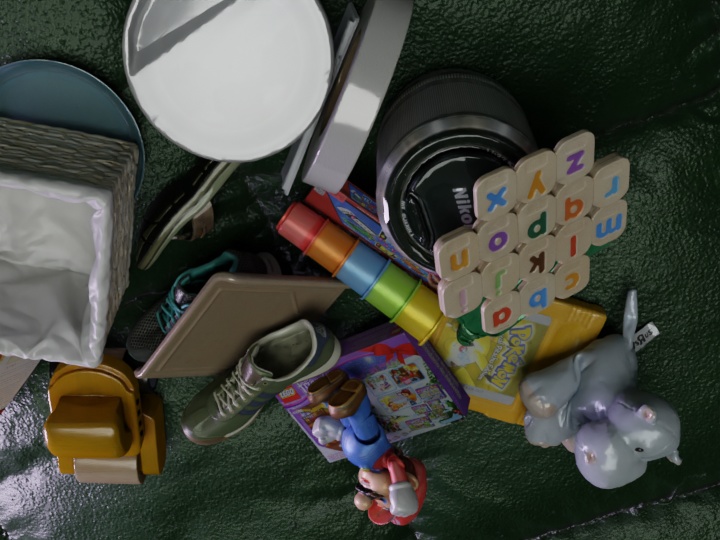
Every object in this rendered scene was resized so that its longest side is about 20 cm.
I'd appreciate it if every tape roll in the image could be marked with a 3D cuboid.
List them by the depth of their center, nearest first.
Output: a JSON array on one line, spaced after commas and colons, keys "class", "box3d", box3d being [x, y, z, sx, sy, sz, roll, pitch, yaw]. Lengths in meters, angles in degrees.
[{"class": "tape roll", "box3d": [-0.005, -0.171, 0.956, 0.037, 0.203, 0.203, 20, 116, -8]}]

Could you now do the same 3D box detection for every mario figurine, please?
[{"class": "mario figurine", "box3d": [0.002, 0.217, 1.144, 0.106, 0.124, 0.200, -23, 114, 14]}]

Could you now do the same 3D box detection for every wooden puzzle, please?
[{"class": "wooden puzzle", "box3d": [-0.127, 0.057, 1.105, 0.185, 0.037, 0.200, 4, 142, -45]}]

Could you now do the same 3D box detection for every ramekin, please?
[{"class": "ramekin", "box3d": [-0.123, -0.214, 0.982, 0.202, 0.094, 0.203, 0, 110, -1]}]

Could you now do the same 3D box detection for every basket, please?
[{"class": "basket", "box3d": [-0.338, -0.034, 1.025, 0.199, 0.161, 0.199, 9, 118, -5]}]

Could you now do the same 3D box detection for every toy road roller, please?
[{"class": "toy road roller", "box3d": [-0.304, 0.186, 1.177, 0.122, 0.146, 0.201, 1, 118, 1]}]

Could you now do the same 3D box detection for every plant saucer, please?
[{"class": "plant saucer", "box3d": [-0.327, -0.130, 1.080, 0.199, 0.027, 0.201, 1, 117, 1]}]

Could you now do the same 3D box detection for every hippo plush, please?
[{"class": "hippo plush", "box3d": [0.293, 0.166, 1.131, 0.200, 0.161, 0.159, -37, 130, 3]}]

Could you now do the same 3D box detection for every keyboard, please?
[{"class": "keyboard", "box3d": [-0.044, -0.174, 1.035, 0.011, 0.056, 0.200, 19, 117, -13]}]

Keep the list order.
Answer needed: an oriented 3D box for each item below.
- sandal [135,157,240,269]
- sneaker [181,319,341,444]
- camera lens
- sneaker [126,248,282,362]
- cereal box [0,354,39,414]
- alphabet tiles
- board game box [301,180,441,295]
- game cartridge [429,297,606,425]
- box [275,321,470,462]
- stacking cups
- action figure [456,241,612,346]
[{"class": "sandal", "box3d": [-0.174, -0.067, 1.085, 0.201, 0.080, 0.057, -42, 124, 20]}, {"class": "sneaker", "box3d": [-0.117, 0.114, 1.102, 0.200, 0.067, 0.090, -32, 157, -3]}, {"class": "camera lens", "box3d": [0.095, -0.100, 0.990, 0.159, 0.200, 0.160, 1, 118, 1]}, {"class": "sneaker", "box3d": [-0.188, 0.033, 1.118, 0.200, 0.078, 0.091, -34, 157, 11]}, {"class": "cereal box", "box3d": [-0.428, 0.119, 1.148, 0.040, 0.144, 0.200, 45, 112, 9]}, {"class": "alphabet tiles", "box3d": [0.156, -0.031, 0.913, 0.200, 0.015, 0.196, -26, 136, -13]}, {"class": "board game box", "box3d": [0.029, -0.029, 1.078, 0.200, 0.019, 0.103, 35, 158, -6]}, {"class": "game cartridge", "box3d": [0.161, 0.092, 1.185, 0.199, 0.032, 0.177, 17, 117, -6]}, {"class": "box", "box3d": [0.009, 0.142, 1.184, 0.200, 0.039, 0.137, -23, 116, 28]}, {"class": "stacking cups", "box3d": [0.000, 0.000, 1.078, 0.200, 0.061, 0.061, 35, 114, 1]}, {"class": "action figure", "box3d": [0.164, 0.010, 1.097, 0.118, 0.055, 0.200, 27, 119, -19]}]
